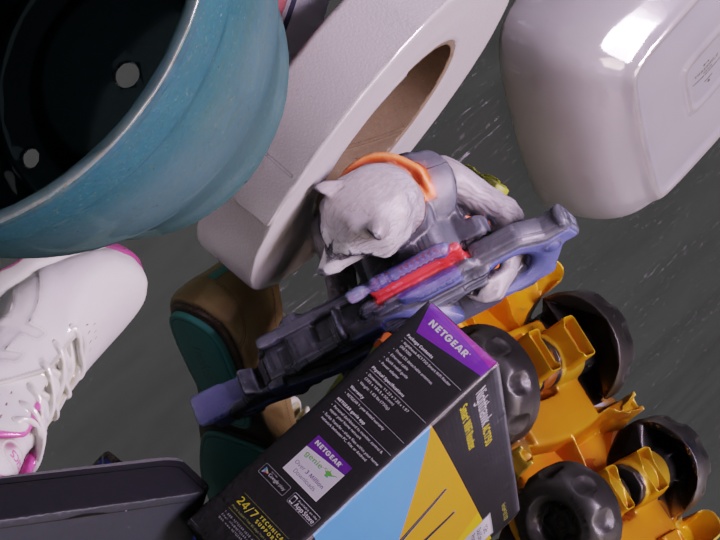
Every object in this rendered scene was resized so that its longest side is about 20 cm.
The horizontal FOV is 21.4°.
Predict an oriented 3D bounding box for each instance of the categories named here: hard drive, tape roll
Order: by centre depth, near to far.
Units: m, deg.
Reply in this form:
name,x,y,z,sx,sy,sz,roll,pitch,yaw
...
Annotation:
name,x,y,z,sx,sy,sz,roll,pitch,yaw
hard drive,-0.152,0.180,0.832,0.139,0.033,0.201,-2,119,-45
tape roll,-0.001,-0.077,0.912,0.203,0.037,0.203,-49,172,-9

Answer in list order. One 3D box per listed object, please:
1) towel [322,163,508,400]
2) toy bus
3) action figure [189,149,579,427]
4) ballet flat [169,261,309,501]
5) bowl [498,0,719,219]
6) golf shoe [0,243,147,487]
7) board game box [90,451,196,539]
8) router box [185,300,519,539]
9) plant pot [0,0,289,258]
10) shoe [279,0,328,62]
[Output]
name,x,y,z,sx,sy,sz,roll,pitch,yaw
towel,0.019,0.031,1.075,0.200,0.018,0.086,-59,-170,2
toy bus,0.082,0.122,1.122,0.192,0.200,0.136,-42,164,36
action figure,0.000,0.000,0.931,0.199,0.105,0.194,-25,163,-1
ballet flat,-0.053,0.072,1.017,0.063,0.068,0.200,-48,148,-33
bowl,0.181,-0.135,1.148,0.200,0.075,0.200,-47,147,-18
golf shoe,-0.159,0.061,0.843,0.200,0.091,0.075,-39,141,-29
board game box,-0.122,0.222,1.019,0.160,0.097,0.200,-48,146,-14
router box,0.004,0.117,0.914,0.149,0.051,0.200,-42,156,-12
plant pot,-0.115,-0.093,0.696,0.200,0.200,0.188,-58,162,1
shoe,-0.055,-0.151,0.834,0.091,0.072,0.200,9,142,-15
